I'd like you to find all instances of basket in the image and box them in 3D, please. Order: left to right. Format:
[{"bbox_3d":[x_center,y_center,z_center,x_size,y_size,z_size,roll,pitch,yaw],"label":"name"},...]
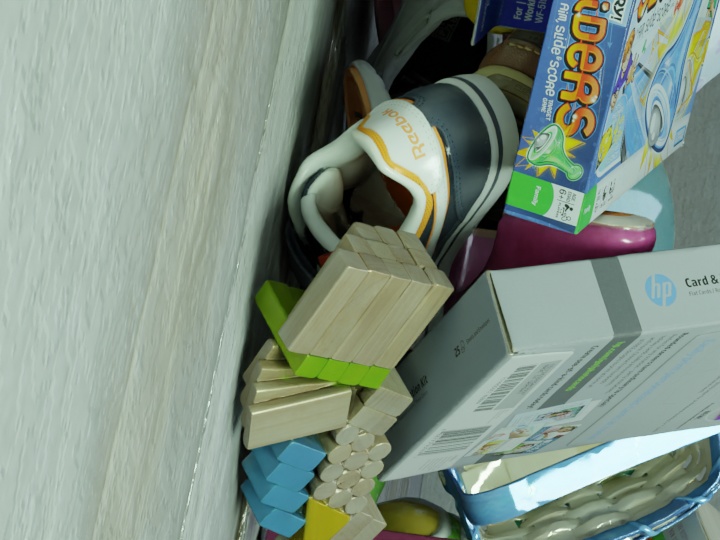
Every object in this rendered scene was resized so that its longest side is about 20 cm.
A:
[{"bbox_3d":[0.123,0.083,1.110,0.200,0.175,0.140,171,-100,-84],"label":"basket"}]

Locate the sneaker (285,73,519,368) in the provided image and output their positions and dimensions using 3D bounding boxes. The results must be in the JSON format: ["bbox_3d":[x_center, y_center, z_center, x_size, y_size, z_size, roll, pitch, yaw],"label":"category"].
[{"bbox_3d":[0.000,-0.006,0.944,0.079,0.079,0.201,51,-40,28],"label":"sneaker"}]

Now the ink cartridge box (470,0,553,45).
[{"bbox_3d":[0.107,-0.171,0.916,0.200,0.039,0.100,-47,151,-53],"label":"ink cartridge box"}]

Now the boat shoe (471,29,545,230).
[{"bbox_3d":[0.078,-0.062,1.007,0.068,0.072,0.200,-56,174,-19],"label":"boat shoe"}]

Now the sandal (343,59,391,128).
[{"bbox_3d":[-0.002,-0.002,1.062,0.079,0.059,0.209,-140,-142,-76],"label":"sandal"}]

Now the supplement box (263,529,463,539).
[{"bbox_3d":[0.003,0.234,1.036,0.104,0.130,0.201,-77,175,-52],"label":"supplement box"}]

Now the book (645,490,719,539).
[{"bbox_3d":[0.134,0.227,1.137,0.200,0.048,0.134,-46,-166,15],"label":"book"}]

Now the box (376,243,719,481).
[{"bbox_3d":[0.118,0.037,0.912,0.156,0.198,0.042,128,-49,-59],"label":"box"}]

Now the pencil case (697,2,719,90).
[{"bbox_3d":[0.164,-0.130,1.103,0.200,0.083,0.091,-40,155,-8],"label":"pencil case"}]

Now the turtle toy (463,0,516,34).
[{"bbox_3d":[0.049,-0.215,0.978,0.201,0.100,0.147,-76,172,-48],"label":"turtle toy"}]

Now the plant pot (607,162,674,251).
[{"bbox_3d":[0.072,-0.019,1.250,0.135,0.199,0.202,-35,139,-49],"label":"plant pot"}]

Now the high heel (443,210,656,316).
[{"bbox_3d":[0.076,0.024,0.944,0.200,0.067,0.097,171,-77,-65],"label":"high heel"}]

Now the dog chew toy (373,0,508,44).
[{"bbox_3d":[0.110,-0.154,1.180,0.125,0.198,0.126,173,-90,-81],"label":"dog chew toy"}]

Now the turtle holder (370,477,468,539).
[{"bbox_3d":[0.011,0.189,1.159,0.141,0.185,0.132,-39,-155,29],"label":"turtle holder"}]

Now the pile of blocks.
[{"bbox_3d":[-0.024,0.052,0.887,0.062,0.081,0.201,58,-33,40],"label":"pile of blocks"}]

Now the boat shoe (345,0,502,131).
[{"bbox_3d":[0.036,-0.086,1.088,0.201,0.071,0.066,117,-13,-49],"label":"boat shoe"}]

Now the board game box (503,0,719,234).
[{"bbox_3d":[0.120,-0.105,0.898,0.200,0.034,0.137,-35,139,-64],"label":"board game box"}]
